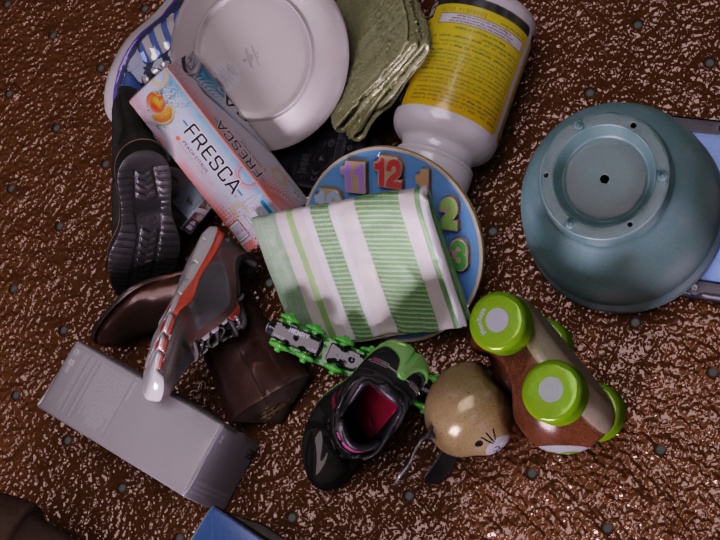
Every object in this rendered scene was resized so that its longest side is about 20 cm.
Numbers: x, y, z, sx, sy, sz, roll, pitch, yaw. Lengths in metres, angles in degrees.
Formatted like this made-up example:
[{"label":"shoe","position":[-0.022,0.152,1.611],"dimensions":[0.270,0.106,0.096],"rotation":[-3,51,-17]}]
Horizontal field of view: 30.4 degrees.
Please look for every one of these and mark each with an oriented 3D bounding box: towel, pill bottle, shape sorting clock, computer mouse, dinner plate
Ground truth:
[{"label":"towel","position":[0.000,0.000,1.310],"dimensions":[0.198,0.023,0.154],"rotation":[-9,110,31]},{"label":"pill bottle","position":[0.100,-0.180,1.358],"dimensions":[0.111,0.112,0.202],"rotation":[15,77,22]},{"label":"shape sorting clock","position":[0.029,-0.024,1.321],"dimensions":[0.198,0.039,0.203],"rotation":[7,106,25]},{"label":"computer mouse","position":[-0.054,-0.138,1.437],"dimensions":[0.198,0.046,0.142],"rotation":[-1,69,25]},{"label":"dinner plate","position":[-0.109,-0.225,1.380],"dimensions":[0.197,0.024,0.203],"rotation":[3,100,16]},{"label":"towel","position":[0.013,-0.242,1.396],"dimensions":[0.148,0.036,0.201],"rotation":[-46,38,30]}]

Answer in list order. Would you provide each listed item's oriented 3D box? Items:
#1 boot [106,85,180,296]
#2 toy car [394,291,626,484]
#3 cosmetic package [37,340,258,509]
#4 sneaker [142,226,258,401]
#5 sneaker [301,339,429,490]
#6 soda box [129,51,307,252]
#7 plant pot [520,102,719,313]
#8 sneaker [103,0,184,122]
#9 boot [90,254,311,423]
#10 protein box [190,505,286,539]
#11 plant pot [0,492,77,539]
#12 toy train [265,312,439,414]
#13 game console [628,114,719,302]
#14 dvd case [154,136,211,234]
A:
[{"label":"boot","position":[-0.239,-0.083,1.433],"dimensions":[0.076,0.202,0.139],"rotation":[0,39,-19]},{"label":"toy car","position":[0.121,0.138,1.226],"dimensions":[0.200,0.164,0.158],"rotation":[-42,64,11]},{"label":"cosmetic package","position":[-0.214,0.158,1.352],"dimensions":[0.199,0.107,0.091],"rotation":[29,82,26]},{"label":"sneaker","position":[-0.153,0.048,1.323],"dimensions":[0.081,0.077,0.202],"rotation":[26,59,-10]},{"label":"sneaker","position":[-0.009,0.145,1.260],"dimensions":[0.076,0.084,0.201],"rotation":[35,129,3]},{"label":"soda box","position":[-0.144,-0.122,1.367],"dimensions":[0.063,0.068,0.201],"rotation":[-34,98,28]},{"label":"plant pot","position":[0.236,-0.071,1.239],"dimensions":[0.198,0.134,0.203],"rotation":[-4,77,19]},{"label":"sneaker","position":[-0.181,-0.227,1.440],"dimensions":[0.146,0.081,0.201],"rotation":[27,79,42]},{"label":"boot","position":[-0.167,0.094,1.384],"dimensions":[0.185,0.064,0.201],"rotation":[-33,69,3]},{"label":"protein box","position":[-0.090,0.361,1.225],"dimensions":[0.199,0.135,0.200],"rotation":[28,83,24]},{"label":"plant pot","position":[-0.301,0.334,1.292],"dimensions":[0.172,0.200,0.203],"rotation":[13,76,3]},{"label":"toy train","position":[-0.002,0.094,1.317],"dimensions":[0.198,0.056,0.042],"rotation":[22,81,13]},{"label":"game console","position":[0.338,-0.059,1.285],"dimensions":[0.198,0.031,0.179],"rotation":[9,75,21]},{"label":"dvd case","position":[-0.164,-0.156,1.462],"dimensions":[0.201,0.022,0.146],"rotation":[-50,52,5]}]
